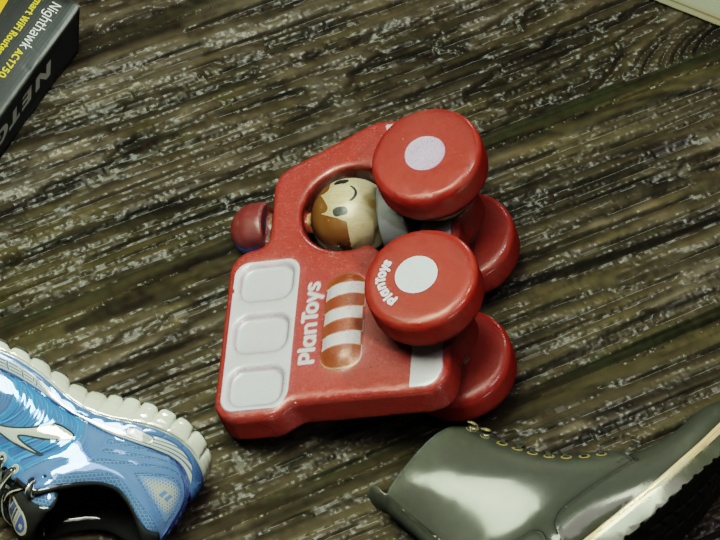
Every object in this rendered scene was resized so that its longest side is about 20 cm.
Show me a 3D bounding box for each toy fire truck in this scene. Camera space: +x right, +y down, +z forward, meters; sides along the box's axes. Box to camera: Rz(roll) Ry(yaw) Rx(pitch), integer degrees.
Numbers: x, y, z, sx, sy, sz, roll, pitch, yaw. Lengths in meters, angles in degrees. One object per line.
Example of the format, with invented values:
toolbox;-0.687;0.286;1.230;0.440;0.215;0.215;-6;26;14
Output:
toy fire truck;0.000;0.000;1.678;0.167;0.112;0.201;-6;57;14

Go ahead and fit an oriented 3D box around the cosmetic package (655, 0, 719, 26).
cosmetic package;0.191;-0.236;1.843;0.199;0.073;0.104;23;60;10

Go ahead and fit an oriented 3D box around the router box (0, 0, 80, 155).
router box;-0.282;-0.110;1.744;0.149;0.051;0.200;26;61;9

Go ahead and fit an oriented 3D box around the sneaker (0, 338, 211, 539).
sneaker;-0.188;0.101;1.611;0.199;0.079;0.089;18;57;6

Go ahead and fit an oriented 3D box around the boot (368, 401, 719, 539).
boot;0.117;0.109;1.635;0.200;0.078;0.138;-37;64;-24
